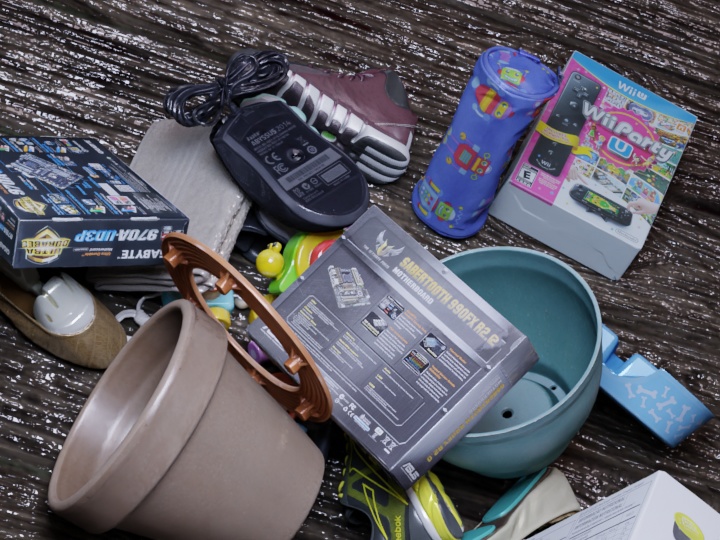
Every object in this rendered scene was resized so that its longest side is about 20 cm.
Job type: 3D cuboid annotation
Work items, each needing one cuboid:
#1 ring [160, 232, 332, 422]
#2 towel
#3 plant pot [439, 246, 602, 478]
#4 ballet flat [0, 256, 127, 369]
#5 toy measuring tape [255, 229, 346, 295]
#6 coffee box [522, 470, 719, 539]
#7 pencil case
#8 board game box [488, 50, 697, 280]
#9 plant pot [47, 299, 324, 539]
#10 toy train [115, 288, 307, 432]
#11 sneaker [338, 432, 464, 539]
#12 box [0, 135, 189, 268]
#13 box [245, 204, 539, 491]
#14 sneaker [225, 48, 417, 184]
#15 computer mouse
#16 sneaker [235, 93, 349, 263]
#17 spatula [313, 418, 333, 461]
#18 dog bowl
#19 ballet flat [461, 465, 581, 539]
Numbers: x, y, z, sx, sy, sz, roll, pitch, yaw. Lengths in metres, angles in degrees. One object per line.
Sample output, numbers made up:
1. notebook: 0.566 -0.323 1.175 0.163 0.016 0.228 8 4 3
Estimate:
1. ring: -0.098 0.051 1.621 0.200 0.200 0.019 44 71 12
2. towel: -0.159 -0.059 1.785 0.132 0.035 0.200 3 51 24
3. plant pot: 0.120 0.098 1.733 0.200 0.134 0.201 -9 50 10
4. ballet flat: -0.284 0.009 1.710 0.200 0.072 0.068 40 65 9
5. toy measuring tape: 0.000 0.000 1.778 0.200 0.074 0.074 11 53 -24
6. coffee box: 0.223 0.315 1.577 0.200 0.200 0.198 38 52 -10
7. pencil case: 0.117 -0.124 1.869 0.078 0.200 0.087 31 41 5
8. board game box: 0.234 -0.106 1.982 0.147 0.064 0.200 28 51 1
9. plant pot: -0.128 0.149 1.616 0.174 0.200 0.200 33 50 -17
10. toy train: -0.111 0.062 1.748 0.200 0.056 0.150 35 52 5
11. sneaker: 0.010 0.170 1.704 0.085 0.074 0.200 -35 49 3
12. box: -0.261 -0.062 1.707 0.159 0.046 0.200 -1 25 -35
13. box: 0.024 0.062 1.658 0.158 0.048 0.200 -44 58 -7
14. sneaker: -0.031 -0.173 1.937 0.200 0.076 0.116 33 47 -9
15. computer mouse: -0.072 -0.100 1.760 0.138 0.053 0.200 -28 65 -35
16. sneaker: -0.090 -0.070 1.832 0.140 0.078 0.200 -24 67 -32
17. spatula: -0.030 0.119 1.714 0.021 0.056 0.200 29 57 -33
18. dog bowl: 0.232 0.088 1.822 0.200 0.111 0.050 40 90 10
19. ballet flat: 0.118 0.239 1.707 0.200 0.070 0.069 -33 72 -35
